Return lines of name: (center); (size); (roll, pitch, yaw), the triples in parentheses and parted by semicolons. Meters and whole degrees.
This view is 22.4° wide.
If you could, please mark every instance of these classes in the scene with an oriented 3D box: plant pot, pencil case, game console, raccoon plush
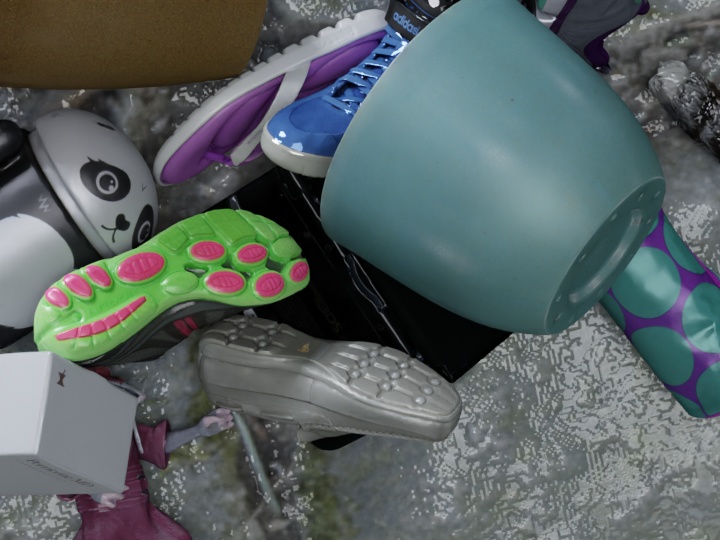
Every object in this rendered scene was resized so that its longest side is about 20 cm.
plant pot: (-0.169, -0.196, 1.226); (0.199, 0.186, 0.187); (12, 96, -20)
pencil case: (0.216, 0.006, 1.307); (0.092, 0.085, 0.200); (-39, 98, 13)
game console: (0.000, 0.000, 1.326); (0.176, 0.116, 0.200); (-29, 98, 30)
plant pot: (0.099, -0.054, 1.183); (0.161, 0.201, 0.201); (39, 93, 19)
raccoon plush: (0.324, -0.113, 1.302); (0.134, 0.097, 0.200); (-44, 97, -6)

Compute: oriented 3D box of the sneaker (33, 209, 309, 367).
sneaker: (-0.130, 0.015, 1.236); (0.199, 0.084, 0.077); (-16, 75, -22)

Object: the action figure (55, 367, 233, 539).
action figure: (-0.176, 0.163, 1.310); (0.149, 0.134, 0.201); (-16, 83, 40)

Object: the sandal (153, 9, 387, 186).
sandal: (-0.056, -0.113, 1.272); (0.202, 0.082, 0.050); (-35, 73, -1)

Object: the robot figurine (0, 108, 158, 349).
robot figurine: (-0.234, -0.024, 1.252); (0.200, 0.150, 0.125); (-33, 85, 0)

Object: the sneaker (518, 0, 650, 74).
sneaker: (0.171, -0.221, 1.257); (0.087, 0.075, 0.200); (8, 138, -16)

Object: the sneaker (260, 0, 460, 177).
sneaker: (0.018, -0.138, 1.226); (0.199, 0.077, 0.112); (-20, 137, -37)

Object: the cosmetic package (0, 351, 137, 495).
cosmetic package: (-0.263, 0.107, 1.227); (0.199, 0.101, 0.072); (-5, 67, 28)

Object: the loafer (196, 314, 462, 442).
loafer: (-0.022, 0.086, 1.269); (0.199, 0.070, 0.070); (15, 122, 24)
